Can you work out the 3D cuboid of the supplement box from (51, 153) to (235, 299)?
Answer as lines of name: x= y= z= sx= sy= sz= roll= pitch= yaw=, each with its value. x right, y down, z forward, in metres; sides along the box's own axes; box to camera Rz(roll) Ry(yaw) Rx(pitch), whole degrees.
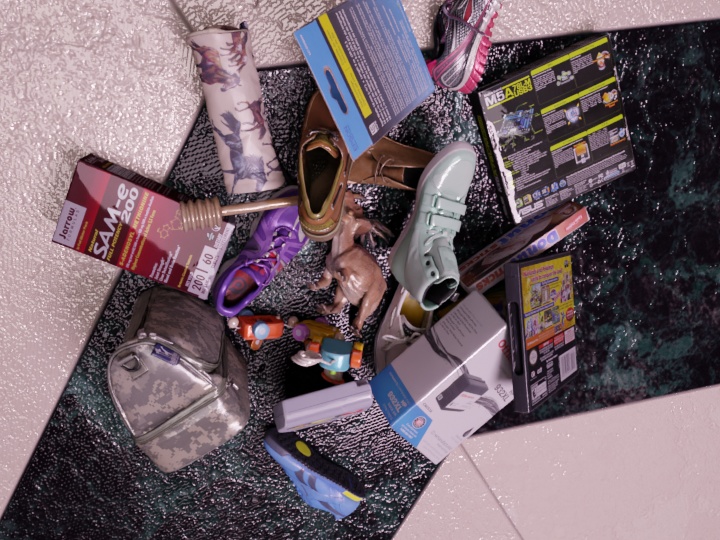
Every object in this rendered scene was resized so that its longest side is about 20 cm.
supplement box: x=-0.270 y=-0.054 z=0.747 sx=0.196 sy=0.061 sz=0.111 roll=22 pitch=101 yaw=-17

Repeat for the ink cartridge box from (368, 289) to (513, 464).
ink cartridge box: x=0.131 y=0.149 z=0.806 sx=0.199 sy=0.084 sz=0.145 roll=-41 pitch=130 yaw=3

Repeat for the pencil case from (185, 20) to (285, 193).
pencil case: x=-0.149 y=-0.189 z=0.714 sx=0.076 sy=0.090 sz=0.204 roll=-10 pitch=112 yaw=2

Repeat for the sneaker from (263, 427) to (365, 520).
sneaker: x=-0.083 y=0.322 z=0.906 sx=0.199 sy=0.066 sz=0.079 roll=41 pitch=100 yaw=-20

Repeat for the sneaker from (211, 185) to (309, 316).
sneaker: x=-0.122 y=-0.018 z=0.776 sx=0.080 sy=0.084 sz=0.202 roll=34 pitch=96 yaw=-20

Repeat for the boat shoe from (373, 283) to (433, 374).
boat shoe: x=0.071 y=0.082 z=0.840 sx=0.073 sy=0.086 sz=0.206 roll=19 pitch=103 yaw=-5

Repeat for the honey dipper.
honey dipper: x=-0.122 y=-0.079 z=0.729 sx=0.195 sy=0.038 sz=0.039 roll=-9 pitch=110 yaw=-17

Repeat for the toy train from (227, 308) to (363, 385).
toy train: x=-0.085 y=0.105 z=0.781 sx=0.148 sy=0.198 sz=0.057 roll=1 pitch=104 yaw=-37

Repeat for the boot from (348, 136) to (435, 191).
boot: x=0.025 y=-0.141 z=0.770 sx=0.195 sy=0.076 sz=0.075 roll=7 pitch=109 yaw=-12

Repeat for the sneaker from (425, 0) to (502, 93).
sneaker: x=0.134 y=-0.329 z=0.727 sx=0.073 sy=0.081 sz=0.205 roll=9 pitch=106 yaw=-12

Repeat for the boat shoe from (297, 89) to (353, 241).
boat shoe: x=-0.040 y=-0.141 z=0.709 sx=0.070 sy=0.068 sz=0.205 roll=-1 pitch=72 yaw=1

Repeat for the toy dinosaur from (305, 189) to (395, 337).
toy dinosaur: x=0.000 y=0.000 z=0.814 sx=0.136 sy=0.085 sz=0.203 roll=-46 pitch=134 yaw=-31

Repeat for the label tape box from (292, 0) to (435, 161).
label tape box: x=-0.005 y=-0.230 z=0.681 sx=0.200 sy=0.062 sz=0.146 roll=-47 pitch=118 yaw=-39

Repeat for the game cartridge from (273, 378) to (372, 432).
game cartridge: x=-0.053 y=0.189 z=0.807 sx=0.130 sy=0.200 sz=0.042 roll=-10 pitch=74 yaw=-5

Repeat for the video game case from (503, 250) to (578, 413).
video game case: x=0.248 y=0.073 z=0.793 sx=0.198 sy=0.025 sz=0.186 roll=-9 pitch=96 yaw=-52

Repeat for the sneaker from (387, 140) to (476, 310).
sneaker: x=0.110 y=-0.048 z=0.728 sx=0.072 sy=0.119 sz=0.204 roll=6 pitch=122 yaw=-30

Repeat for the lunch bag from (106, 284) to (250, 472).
lunch bag: x=-0.233 y=0.120 z=0.738 sx=0.138 sy=0.200 sz=0.170 roll=-31 pitch=113 yaw=0

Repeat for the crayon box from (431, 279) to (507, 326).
crayon box: x=0.204 y=0.089 z=0.894 sx=0.197 sy=0.052 sz=0.127 roll=-30 pitch=111 yaw=0

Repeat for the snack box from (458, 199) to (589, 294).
snack box: x=0.228 y=-0.035 z=0.846 sx=0.198 sy=0.072 sz=0.025 roll=-35 pitch=111 yaw=1

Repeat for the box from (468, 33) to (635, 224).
box: x=0.269 y=-0.194 z=0.817 sx=0.196 sy=0.048 sz=0.197 roll=-24 pitch=109 yaw=-2
